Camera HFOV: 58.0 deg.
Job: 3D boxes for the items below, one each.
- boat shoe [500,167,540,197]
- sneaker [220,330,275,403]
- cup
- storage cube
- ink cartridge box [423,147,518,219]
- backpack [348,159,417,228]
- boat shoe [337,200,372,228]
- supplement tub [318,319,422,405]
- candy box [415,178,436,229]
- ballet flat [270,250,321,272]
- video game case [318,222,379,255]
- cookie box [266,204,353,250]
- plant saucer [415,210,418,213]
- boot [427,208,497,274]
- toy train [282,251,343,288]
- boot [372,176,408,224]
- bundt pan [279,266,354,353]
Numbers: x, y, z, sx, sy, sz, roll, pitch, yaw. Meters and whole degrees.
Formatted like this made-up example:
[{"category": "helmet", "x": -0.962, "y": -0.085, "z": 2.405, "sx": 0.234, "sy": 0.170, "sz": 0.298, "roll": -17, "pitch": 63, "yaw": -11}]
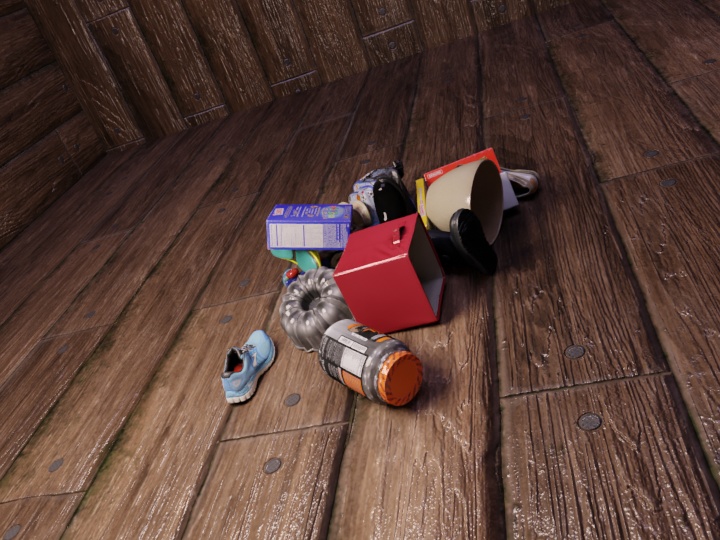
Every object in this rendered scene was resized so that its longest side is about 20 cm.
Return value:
[{"category": "boat shoe", "x": 0.367, "y": -0.227, "z": 1.706, "sx": 0.197, "sy": 0.076, "sz": 0.068, "roll": 1, "pitch": 30, "yaw": 34}, {"category": "sneaker", "x": -0.248, "y": 0.192, "z": 1.425, "sx": 0.077, "sy": 0.091, "sz": 0.201, "roll": -11, "pitch": 30, "yaw": 19}, {"category": "cup", "x": 0.240, "y": -0.160, "z": 1.546, "sx": 0.141, "sy": 0.203, "sz": 0.201, "roll": 5, "pitch": 38, "yaw": 34}, {"category": "storage cube", "x": 0.067, "y": 0.009, "z": 1.404, "sx": 0.177, "sy": 0.202, "sz": 0.172, "roll": -16, "pitch": 29, "yaw": 24}, {"category": "ink cartridge box", "x": 0.279, "y": -0.207, "z": 1.651, "sx": 0.196, "sy": 0.177, "sz": 0.044, "roll": -21, "pitch": -11, "yaw": 3}, {"category": "backpack", "x": 0.059, "y": -0.182, "z": 1.753, "sx": 0.152, "sy": 0.203, "sz": 0.190, "roll": -27, "pitch": 16, "yaw": -12}, {"category": "boat shoe", "x": -0.032, "y": -0.141, "z": 1.709, "sx": 0.064, "sy": 0.073, "sz": 0.199, "roll": -29, "pitch": 19, "yaw": -19}, {"category": "supplement tub", "x": 0.018, "y": 0.175, "z": 1.233, "sx": 0.122, "sy": 0.124, "sz": 0.198, "roll": -37, "pitch": 33, "yaw": -26}, {"category": "candy box", "x": 0.167, "y": -0.133, "z": 1.629, "sx": 0.026, "sy": 0.103, "sz": 0.202, "roll": -13, "pitch": 39, "yaw": 13}, {"category": "ballet flat", "x": -0.144, "y": -0.046, "z": 1.598, "sx": 0.066, "sy": 0.068, "sz": 0.198, "roll": -24, "pitch": 31, "yaw": -36}, {"category": "video game case", "x": -0.043, "y": -0.077, "z": 1.711, "sx": 0.142, "sy": 0.018, "sz": 0.199, "roll": -29, "pitch": 6, "yaw": -26}, {"category": "cookie box", "x": -0.117, "y": -0.106, "z": 1.560, "sx": 0.195, "sy": 0.077, "sz": 0.172, "roll": 1, "pitch": 19, "yaw": 1}, {"category": "plant saucer", "x": 0.146, "y": -0.072, "z": 1.618, "sx": 0.019, "sy": 0.070, "sz": 0.201, "roll": -31, "pitch": 23, "yaw": 30}, {"category": "boot", "x": 0.197, "y": -0.066, "z": 1.443, "sx": 0.166, "sy": 0.200, "sz": 0.077, "roll": 11, "pitch": 64, "yaw": 42}, {"category": "toy train", "x": -0.108, "y": -0.004, "z": 1.676, "sx": 0.198, "sy": 0.086, "sz": 0.115, "roll": -30, "pitch": 16, "yaw": -13}, {"category": "boot", "x": 0.069, "y": -0.104, "z": 1.576, "sx": 0.078, "sy": 0.214, "sz": 0.158, "roll": -10, "pitch": 26, "yaw": 26}, {"category": "bundt pan", "x": -0.101, "y": 0.077, "z": 1.458, "sx": 0.199, "sy": 0.076, "sz": 0.205, "roll": -18, "pitch": 50, "yaw": 22}]
